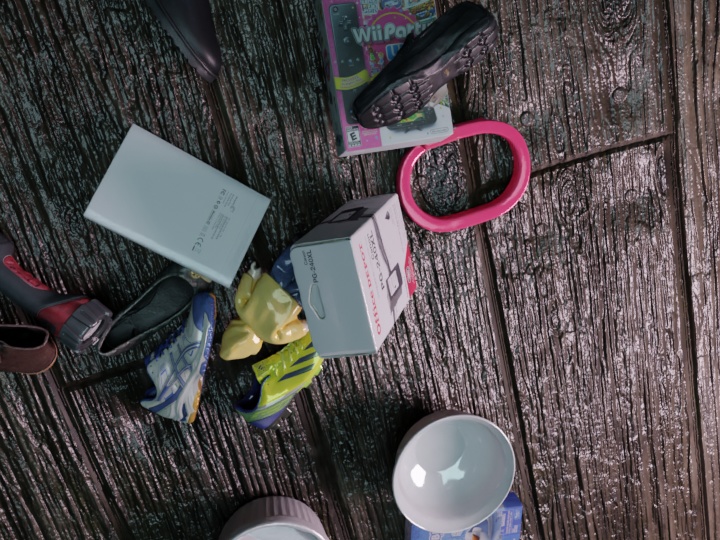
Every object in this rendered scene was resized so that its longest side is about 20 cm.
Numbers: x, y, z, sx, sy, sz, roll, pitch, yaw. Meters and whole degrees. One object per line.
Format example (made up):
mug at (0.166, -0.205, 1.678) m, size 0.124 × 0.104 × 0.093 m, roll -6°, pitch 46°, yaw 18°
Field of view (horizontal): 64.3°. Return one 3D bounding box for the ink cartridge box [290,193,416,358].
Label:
ink cartridge box at (0.000, 0.000, 0.739) m, size 0.082 × 0.200 × 0.148 m, roll -6°, pitch 109°, yaw 22°

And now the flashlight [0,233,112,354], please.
flashlight at (-0.412, 0.019, 0.727) m, size 0.199 × 0.068 × 0.068 m, roll 39°, pitch 87°, yaw 1°

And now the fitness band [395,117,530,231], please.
fitness band at (0.147, -0.136, 0.825) m, size 0.197 × 0.037 × 0.146 m, roll -17°, pitch 110°, yaw -5°

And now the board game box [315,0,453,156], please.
board game box at (0.029, -0.261, 0.736) m, size 0.145 × 0.064 × 0.204 m, roll -10°, pitch 95°, yaw -8°

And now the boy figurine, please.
boy figurine at (-0.119, 0.051, 0.799) m, size 0.124 × 0.064 × 0.201 m, roll 38°, pitch 98°, yaw -4°

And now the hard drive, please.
hard drive at (-0.234, -0.082, 0.751) m, size 0.198 × 0.027 × 0.134 m, roll 28°, pitch 79°, yaw -17°

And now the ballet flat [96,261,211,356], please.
ballet flat at (-0.275, 0.051, 0.782) m, size 0.199 × 0.057 × 0.067 m, roll -41°, pitch 109°, yaw 2°

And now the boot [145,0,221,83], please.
boot at (-0.179, -0.356, 0.681) m, size 0.167 × 0.076 × 0.202 m, roll -32°, pitch 102°, yaw 3°

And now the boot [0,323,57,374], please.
boot at (-0.479, 0.082, 0.696) m, size 0.197 × 0.166 × 0.074 m, roll 11°, pitch 67°, yaw -22°

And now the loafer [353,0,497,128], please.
loafer at (0.070, -0.246, 0.685) m, size 0.199 × 0.071 × 0.068 m, roll -37°, pitch 153°, yaw 2°

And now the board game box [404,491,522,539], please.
board game box at (0.173, 0.489, 0.988) m, size 0.195 × 0.043 × 0.204 m, roll -1°, pitch 105°, yaw -9°

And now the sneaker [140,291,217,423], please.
sneaker at (-0.253, 0.119, 0.791) m, size 0.087 × 0.075 × 0.203 m, roll 15°, pitch 106°, yaw -10°

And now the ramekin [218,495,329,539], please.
ramekin at (-0.137, 0.450, 0.894) m, size 0.198 × 0.094 × 0.206 m, roll -3°, pitch 105°, yaw -9°

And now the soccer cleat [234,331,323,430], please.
soccer cleat at (-0.110, 0.142, 0.832) m, size 0.083 × 0.065 × 0.202 m, roll 32°, pitch 98°, yaw -19°

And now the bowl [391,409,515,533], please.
bowl at (0.135, 0.300, 0.907) m, size 0.197 × 0.090 × 0.205 m, roll -3°, pitch 105°, yaw -10°
